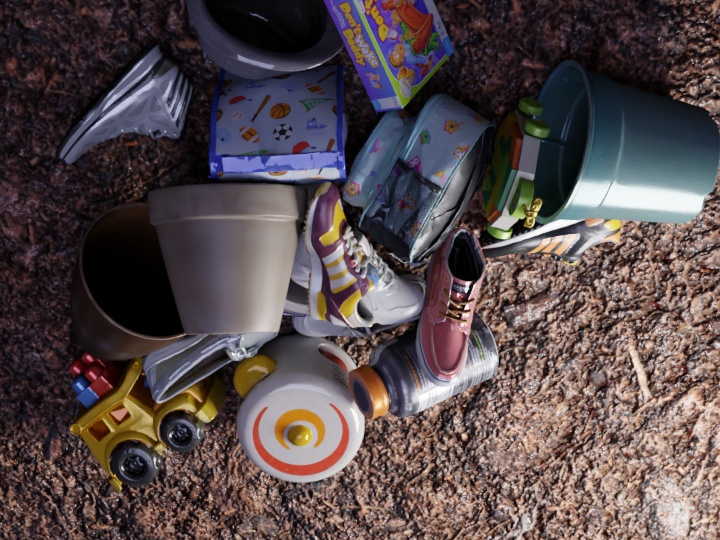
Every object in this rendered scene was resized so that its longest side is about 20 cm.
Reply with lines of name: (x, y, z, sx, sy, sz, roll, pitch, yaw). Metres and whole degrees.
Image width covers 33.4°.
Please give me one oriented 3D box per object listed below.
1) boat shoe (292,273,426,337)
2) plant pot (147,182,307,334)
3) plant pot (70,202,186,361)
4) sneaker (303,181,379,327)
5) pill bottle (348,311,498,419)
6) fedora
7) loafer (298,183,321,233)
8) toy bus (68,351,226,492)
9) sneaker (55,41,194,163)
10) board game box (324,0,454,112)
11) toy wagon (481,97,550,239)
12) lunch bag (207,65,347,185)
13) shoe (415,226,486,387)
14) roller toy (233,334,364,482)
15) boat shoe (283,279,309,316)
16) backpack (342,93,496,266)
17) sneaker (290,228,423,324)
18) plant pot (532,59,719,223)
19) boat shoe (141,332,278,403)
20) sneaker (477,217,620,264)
boat shoe: (0.000, 0.060, 1.669, 0.196, 0.070, 0.072, -10, 119, 4)
plant pot: (-0.161, -0.011, 1.472, 0.196, 0.200, 0.177, -1, 87, -1)
plant pot: (-0.308, 0.041, 1.591, 0.185, 0.189, 0.200, 28, 144, -15)
sneaker: (-0.017, -0.019, 1.487, 0.089, 0.075, 0.202, 12, 131, 16)
pill bottle: (0.083, 0.134, 1.647, 0.198, 0.106, 0.108, -22, 121, -23)
fedora: (-0.118, -0.292, 1.448, 0.196, 0.180, 0.091, 8, 149, -15)
loafer: (-0.126, -0.070, 1.597, 0.197, 0.070, 0.071, -16, 118, 7)
toy bus: (-0.316, 0.180, 1.702, 0.199, 0.136, 0.193, -36, 103, 15)
sneaker: (-0.291, -0.182, 1.530, 0.200, 0.076, 0.115, -41, 110, 16)
board game box: (0.027, -0.313, 1.435, 0.044, 0.135, 0.202, -2, 127, 42)
toy wagon: (0.193, -0.119, 1.503, 0.039, 0.201, 0.157, 14, 118, -7)
lunch bag: (-0.099, -0.166, 1.473, 0.167, 0.201, 0.126, -3, 119, 0)
shoe: (0.120, 0.046, 1.585, 0.070, 0.203, 0.091, 10, 155, -8)
roller toy: (-0.085, 0.197, 1.702, 0.179, 0.140, 0.203, -3, 118, 0)
boat shoe: (-0.156, 0.039, 1.661, 0.197, 0.075, 0.094, 21, 122, -3)
backpack: (0.079, -0.127, 1.513, 0.153, 0.176, 0.201, 40, 101, 10)
sneaker: (0.000, 0.000, 1.573, 0.197, 0.079, 0.100, 22, 135, -9)
plant pot: (0.331, -0.147, 1.508, 0.193, 0.201, 0.203, 7, 119, -14)
boat shoe: (-0.196, 0.113, 1.622, 0.199, 0.066, 0.075, -22, 155, 0)
sneaker: (0.257, -0.038, 1.622, 0.197, 0.070, 0.091, -20, 114, 7)
